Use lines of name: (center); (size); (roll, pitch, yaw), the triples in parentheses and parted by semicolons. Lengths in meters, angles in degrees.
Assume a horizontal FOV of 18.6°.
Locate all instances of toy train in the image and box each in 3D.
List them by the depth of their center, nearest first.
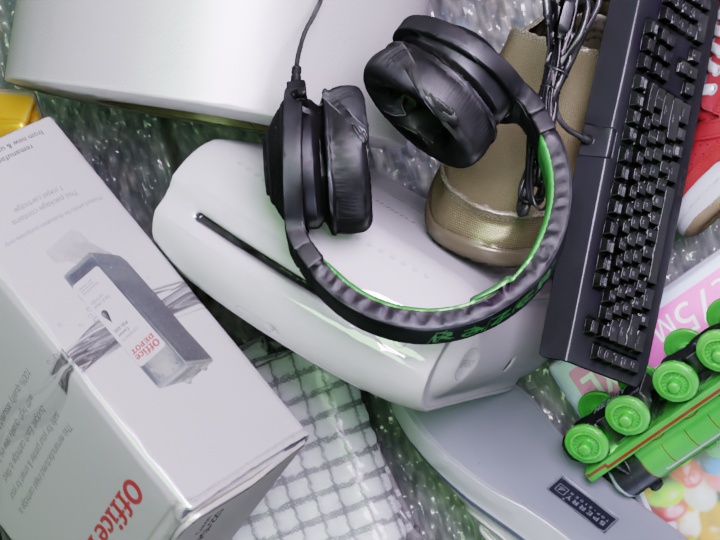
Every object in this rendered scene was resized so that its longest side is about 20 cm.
toy train: (0.175, 0.046, 1.033); (0.056, 0.042, 0.200); (43, 126, -10)

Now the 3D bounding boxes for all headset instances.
headset: (0.008, -0.067, 0.925); (0.123, 0.094, 0.201); (-30, 72, -8)

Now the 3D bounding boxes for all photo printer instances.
photo printer: (0.000, 0.000, 1.046); (0.166, 0.200, 0.070); (31, 101, 17)

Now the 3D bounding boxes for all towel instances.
towel: (-0.070, 0.134, 1.128); (0.199, 0.086, 0.167); (-23, 84, 11)

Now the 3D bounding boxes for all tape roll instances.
tape roll: (-0.065, -0.142, 1.069); (0.201, 0.203, 0.140); (10, 90, 10)

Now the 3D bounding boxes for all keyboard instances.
keyboard: (0.115, -0.055, 0.998); (0.021, 0.127, 0.202); (4, 80, 44)

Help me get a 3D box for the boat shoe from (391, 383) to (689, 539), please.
boat shoe: (0.086, 0.124, 1.103); (0.200, 0.073, 0.066); (44, 138, 26)

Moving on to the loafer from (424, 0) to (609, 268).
loafer: (0.084, -0.077, 1.048); (0.076, 0.200, 0.068); (15, 131, 13)

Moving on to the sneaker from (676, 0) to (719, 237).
sneaker: (0.186, -0.122, 1.088); (0.112, 0.071, 0.200); (37, 88, 5)

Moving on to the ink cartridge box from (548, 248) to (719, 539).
ink cartridge box: (0.198, 0.098, 1.100); (0.119, 0.042, 0.201); (-35, 85, 9)

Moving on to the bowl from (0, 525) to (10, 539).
bowl: (-0.242, 0.159, 1.138); (0.200, 0.094, 0.202); (6, 100, 33)

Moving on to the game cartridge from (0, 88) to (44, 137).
game cartridge: (-0.243, -0.025, 1.125); (0.198, 0.177, 0.033); (2, 49, 11)

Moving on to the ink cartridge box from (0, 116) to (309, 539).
ink cartridge box: (-0.134, 0.053, 1.025); (0.200, 0.085, 0.146); (51, 141, 13)
